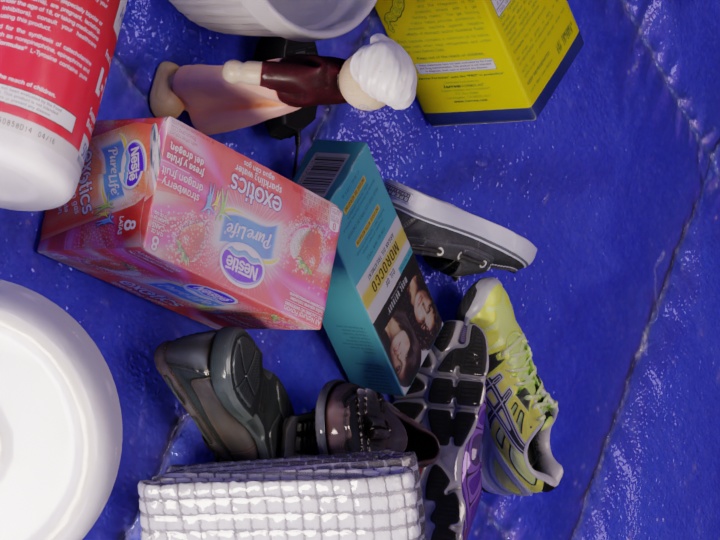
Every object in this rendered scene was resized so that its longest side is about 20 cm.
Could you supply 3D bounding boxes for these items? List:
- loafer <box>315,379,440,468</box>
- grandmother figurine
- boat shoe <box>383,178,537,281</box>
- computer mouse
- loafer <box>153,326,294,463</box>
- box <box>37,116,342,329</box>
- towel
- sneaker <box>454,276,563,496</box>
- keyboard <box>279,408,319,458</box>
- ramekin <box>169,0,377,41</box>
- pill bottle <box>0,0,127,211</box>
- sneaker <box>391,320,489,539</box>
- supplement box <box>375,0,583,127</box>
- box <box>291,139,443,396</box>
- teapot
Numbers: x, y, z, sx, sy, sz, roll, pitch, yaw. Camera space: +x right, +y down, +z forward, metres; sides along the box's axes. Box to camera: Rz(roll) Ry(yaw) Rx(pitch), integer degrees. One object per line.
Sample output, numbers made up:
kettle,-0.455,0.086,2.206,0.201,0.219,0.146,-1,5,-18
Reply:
loafer,0.014,0.121,1.669,0.200,0.063,0.072,41,48,-74
grandmother figurine,-0.044,-0.129,1.536,0.121,0.199,0.061,-17,103,-52
boat shoe,0.072,-0.024,1.815,0.200,0.069,0.057,21,92,-50
computer mouse,-0.057,-0.092,1.667,0.059,0.034,0.201,-17,109,-59
loafer,-0.092,0.101,1.585,0.200,0.063,0.072,69,27,-53
box,-0.114,-0.029,1.523,0.200,0.102,0.095,27,68,-51
towel,-0.051,0.212,1.538,0.086,0.199,0.166,-62,148,-76
sneaker,0.130,0.097,1.860,0.075,0.076,0.201,-39,126,-47
keyboard,-0.041,0.204,1.643,0.127,0.021,0.201,-4,101,-74
ramekin,-0.074,-0.261,1.580,0.200,0.105,0.201,2,87,-54
pill bottle,-0.210,-0.148,1.386,0.112,0.112,0.201,33,63,-48
sneaker,0.067,0.140,1.807,0.083,0.080,0.201,11,87,-69
supplement box,0.084,-0.230,1.790,0.109,0.109,0.200,-56,132,-38
box,0.000,0.000,1.698,0.082,0.049,0.200,-60,141,-35
teapot,-0.229,0.096,1.328,0.200,0.197,0.146,-59,-178,4
